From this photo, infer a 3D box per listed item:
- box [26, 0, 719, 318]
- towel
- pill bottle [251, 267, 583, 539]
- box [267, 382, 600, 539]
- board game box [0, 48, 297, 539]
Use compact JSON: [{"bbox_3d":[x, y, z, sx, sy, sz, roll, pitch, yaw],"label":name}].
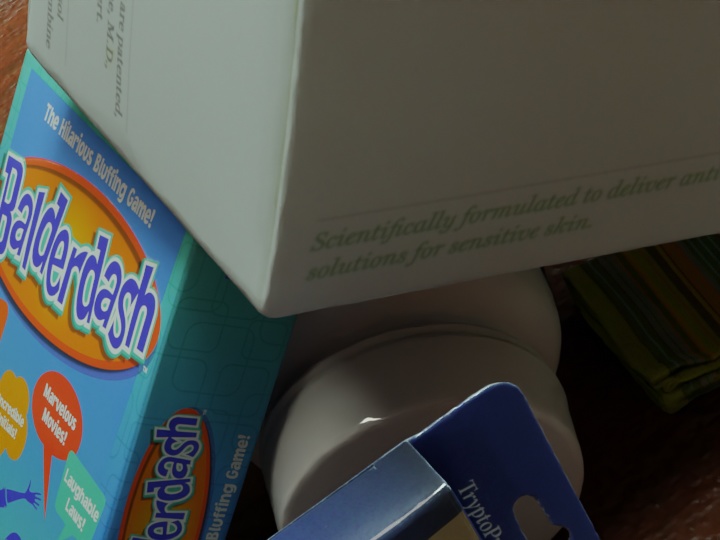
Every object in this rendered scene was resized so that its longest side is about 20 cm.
[{"bbox_3d":[0.030,-0.124,0.700,0.198,0.201,0.171,-10,34,-28],"label":"box"},{"bbox_3d":[0.166,-0.029,0.836,0.199,0.018,0.086,-32,35,-3],"label":"towel"},{"bbox_3d":[0.000,0.000,0.813,0.113,0.114,0.201,-24,48,8],"label":"pill bottle"},{"bbox_3d":[-0.012,0.130,0.671,0.200,0.121,0.032,-36,34,-9],"label":"box"},{"bbox_3d":[-0.089,0.048,0.792,0.152,0.045,0.201,41,117,55],"label":"board game box"}]
